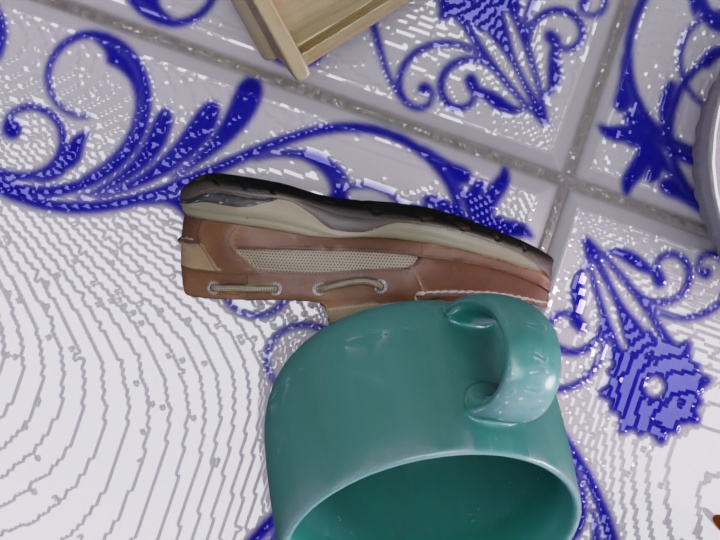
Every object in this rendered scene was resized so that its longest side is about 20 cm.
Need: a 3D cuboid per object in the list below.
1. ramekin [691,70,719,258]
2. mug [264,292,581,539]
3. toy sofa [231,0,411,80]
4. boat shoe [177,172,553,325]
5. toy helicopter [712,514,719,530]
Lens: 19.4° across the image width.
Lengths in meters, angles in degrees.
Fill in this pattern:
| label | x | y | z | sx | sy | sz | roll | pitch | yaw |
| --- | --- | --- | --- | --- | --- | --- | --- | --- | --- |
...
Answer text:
| label | x | y | z | sx | sy | sz | roll | pitch | yaw |
| --- | --- | --- | --- | --- | --- | --- | --- | --- | --- |
| ramekin | 0.268 | -0.057 | 1.107 | 0.199 | 0.105 | 0.201 | 0 | 90 | -5 |
| mug | 0.040 | 0.080 | 1.060 | 0.185 | 0.152 | 0.115 | -27 | 50 | 20 |
| toy sofa | 0.018 | -0.192 | 1.109 | 0.200 | 0.098 | 0.083 | -32 | 117 | -4 |
| boat shoe | 0.000 | 0.000 | 1.108 | 0.199 | 0.076 | 0.074 | 10 | 96 | 2 |
| toy helicopter | 0.228 | 0.218 | 1.132 | 0.199 | 0.079 | 0.133 | 26 | 79 | -15 |
